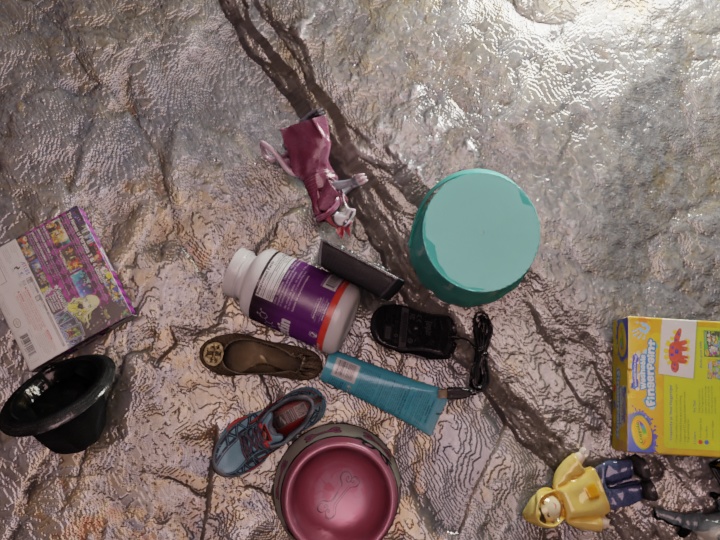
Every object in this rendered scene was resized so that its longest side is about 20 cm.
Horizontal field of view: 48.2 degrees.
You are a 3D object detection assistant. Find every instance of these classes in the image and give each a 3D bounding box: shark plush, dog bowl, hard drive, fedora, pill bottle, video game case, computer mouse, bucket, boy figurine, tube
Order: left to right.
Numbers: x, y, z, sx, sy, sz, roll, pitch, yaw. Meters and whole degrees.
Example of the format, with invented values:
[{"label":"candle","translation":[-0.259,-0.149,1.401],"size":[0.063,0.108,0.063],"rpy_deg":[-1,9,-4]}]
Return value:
[{"label":"video game case","translation":[-0.477,0.028,1.267],"size":[0.180,0.036,0.202],"rpy_deg":[-30,83,-5]},{"label":"fedora","translation":[-0.431,0.209,1.189],"size":[0.198,0.201,0.093],"rpy_deg":[-22,114,-3]},{"label":"pill bottle","translation":[-0.106,0.040,1.225],"size":[0.198,0.113,0.114],"rpy_deg":[23,82,8]},{"label":"dog bowl","translation":[-0.032,0.333,1.195],"size":[0.197,0.074,0.204],"rpy_deg":[0,88,-5]},{"label":"hard drive","translation":[0.000,0.000,1.192],"size":[0.133,0.200,0.043],"rpy_deg":[28,91,4]},{"label":"tube","translation":[0.035,0.183,1.242],"size":[0.198,0.050,0.078],"rpy_deg":[24,107,1]},{"label":"computer mouse","translation":[0.108,0.130,1.247],"size":[0.197,0.046,0.143],"rpy_deg":[5,70,-9]},{"label":"bucket","translation":[0.176,-0.048,1.230],"size":[0.203,0.135,0.211],"rpy_deg":[0,82,0]},{"label":"boy figurine","translation":[0.338,0.333,1.214],"size":[0.197,0.064,0.126],"rpy_deg":[-13,85,-5]},{"label":"shark plush","translation":[0.552,0.379,1.226],"size":[0.197,0.091,0.084],"rpy_deg":[-6,61,20]}]

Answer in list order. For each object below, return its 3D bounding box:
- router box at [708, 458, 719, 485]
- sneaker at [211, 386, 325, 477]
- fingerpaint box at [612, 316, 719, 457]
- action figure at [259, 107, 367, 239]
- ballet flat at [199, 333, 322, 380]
[{"label":"router box","translation":[0.636,0.263,1.180],"size":[0.198,0.149,0.052],"rpy_deg":[-29,83,-5]},{"label":"sneaker","translation":[-0.145,0.238,1.209],"size":[0.199,0.096,0.080],"rpy_deg":[-36,83,-5]},{"label":"fingerpaint box","translation":[0.475,0.178,1.230],"size":[0.164,0.073,0.204],"rpy_deg":[3,81,-1]},{"label":"action figure","translation":[-0.067,-0.140,1.244],"size":[0.147,0.134,0.203],"rpy_deg":[-18,80,-2]},{"label":"ballet flat","translation":[-0.156,0.137,1.244],"size":[0.197,0.046,0.069],"rpy_deg":[8,84,6]}]
